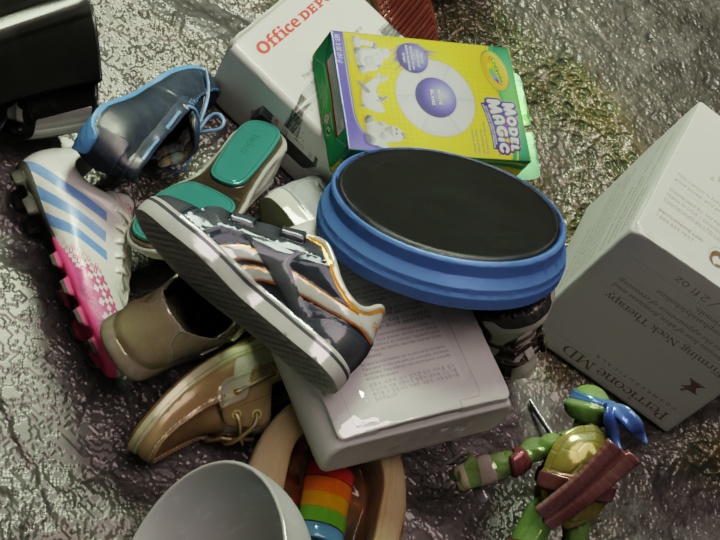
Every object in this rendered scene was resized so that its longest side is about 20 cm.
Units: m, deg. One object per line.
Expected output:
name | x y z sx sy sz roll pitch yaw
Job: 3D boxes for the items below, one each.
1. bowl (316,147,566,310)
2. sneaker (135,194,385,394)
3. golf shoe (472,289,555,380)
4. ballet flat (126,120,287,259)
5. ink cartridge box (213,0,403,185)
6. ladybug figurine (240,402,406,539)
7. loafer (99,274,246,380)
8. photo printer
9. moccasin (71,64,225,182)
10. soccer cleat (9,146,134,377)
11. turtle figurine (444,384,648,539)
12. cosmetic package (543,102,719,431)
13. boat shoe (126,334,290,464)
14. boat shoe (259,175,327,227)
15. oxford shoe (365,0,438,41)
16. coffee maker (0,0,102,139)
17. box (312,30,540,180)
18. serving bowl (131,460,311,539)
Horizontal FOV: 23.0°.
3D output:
bowl | 0.065 -0.038 1.379 0.200 0.040 0.201 10 28 -6
sneaker | -0.071 0.000 1.309 0.200 0.078 0.079 40 71 3
golf shoe | 0.129 0.044 1.460 0.078 0.200 0.095 -34 97 -8
ballet flat | -0.122 -0.050 1.458 0.069 0.069 0.200 41 45 0
ink cartridge box | -0.014 -0.147 1.557 0.200 0.084 0.144 45 55 1
ladybug figurine | -0.036 0.190 1.373 0.135 0.072 0.201 26 55 -15
loafer | -0.122 0.031 1.387 0.076 0.068 0.200 59 31 -3
photo printer | 0.008 0.045 1.386 0.166 0.070 0.201 -12 63 -25
moccasin | -0.165 -0.110 1.454 0.068 0.081 0.200 39 33 6
soccer cleat | -0.207 -0.015 1.401 0.086 0.070 0.201 -21 72 -18
turtle figurine | 0.139 0.187 1.448 0.144 0.199 0.195 25 73 -62
cosmetic package | 0.281 0.000 1.543 0.167 0.200 0.167 35 55 -4
boat shoe | -0.094 0.100 1.395 0.200 0.074 0.066 -34 76 -34
boat shoe | -0.001 0.000 1.493 0.071 0.070 0.201 -33 77 -28
oxford shoe | 0.009 -0.250 1.614 0.070 0.075 0.201 -48 122 -39
coffee maker | -0.307 -0.168 1.370 0.200 0.192 0.135 -26 60 -35
box | 0.064 -0.137 1.510 0.199 0.048 0.118 2 65 -27
serving bowl | -0.097 0.240 1.259 0.066 0.200 0.201 28 52 -37
